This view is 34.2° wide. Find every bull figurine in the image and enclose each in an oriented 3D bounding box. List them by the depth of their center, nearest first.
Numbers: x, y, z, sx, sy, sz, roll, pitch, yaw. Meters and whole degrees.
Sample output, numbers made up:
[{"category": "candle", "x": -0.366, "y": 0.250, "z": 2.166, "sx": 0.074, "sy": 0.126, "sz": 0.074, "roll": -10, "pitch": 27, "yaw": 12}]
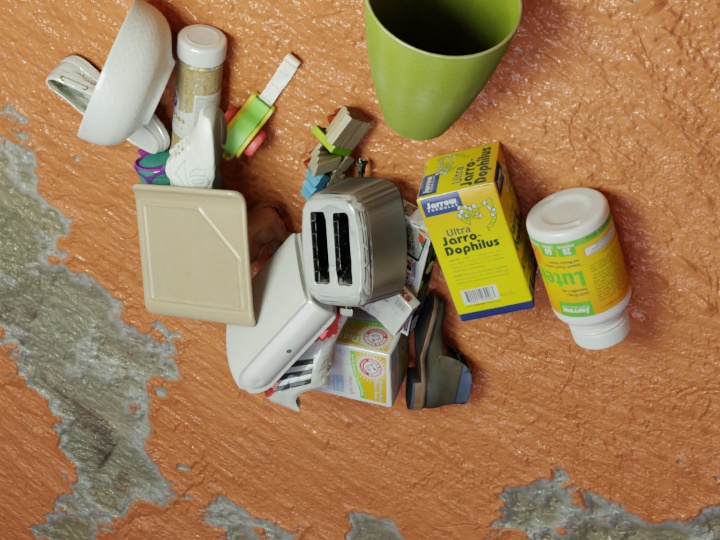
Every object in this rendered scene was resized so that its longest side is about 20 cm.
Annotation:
[{"category": "bull figurine", "x": -0.186, "y": -0.021, "z": 1.736, "sx": 0.199, "sy": 0.066, "sz": 0.121, "roll": -35, "pitch": 137, "yaw": 9}]

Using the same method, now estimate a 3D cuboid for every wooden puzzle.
[{"category": "wooden puzzle", "x": -0.231, "y": -0.024, "z": 1.648, "sx": 0.182, "sy": 0.037, "sz": 0.203, "roll": 6, "pitch": 113, "yaw": 26}]

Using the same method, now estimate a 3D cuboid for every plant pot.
[{"category": "plant pot", "x": 0.085, "y": -0.259, "z": 1.425, "sx": 0.185, "sy": 0.189, "sz": 0.201, "roll": 21, "pitch": 147, "yaw": 6}]

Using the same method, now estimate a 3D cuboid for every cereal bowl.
[{"category": "cereal bowl", "x": -0.304, "y": -0.255, "z": 1.571, "sx": 0.082, "sy": 0.202, "sz": 0.201, "roll": 24, "pitch": 134, "yaw": -14}]

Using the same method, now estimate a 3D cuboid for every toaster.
[{"category": "toaster", "x": -0.008, "y": -0.044, "z": 1.586, "sx": 0.112, "sy": 0.129, "sz": 0.203, "roll": 5, "pitch": 105, "yaw": 27}]

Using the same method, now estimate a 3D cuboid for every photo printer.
[{"category": "photo printer", "x": -0.122, "y": 0.066, "z": 1.683, "sx": 0.069, "sy": 0.168, "sz": 0.200, "roll": 27, "pitch": 121, "yaw": -30}]

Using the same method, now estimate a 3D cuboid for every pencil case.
[{"category": "pencil case", "x": -0.274, "y": -0.087, "z": 1.758, "sx": 0.092, "sy": 0.084, "sz": 0.202, "roll": 32, "pitch": 144, "yaw": 48}]

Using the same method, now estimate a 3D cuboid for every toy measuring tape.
[{"category": "toy measuring tape", "x": -0.147, "y": -0.215, "z": 1.613, "sx": 0.073, "sy": 0.074, "sz": 0.200, "roll": 37, "pitch": 132, "yaw": -8}]

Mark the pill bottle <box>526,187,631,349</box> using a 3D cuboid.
[{"category": "pill bottle", "x": 0.298, "y": 0.002, "z": 1.560, "sx": 0.110, "sy": 0.112, "sz": 0.202, "roll": -6, "pitch": 123, "yaw": 27}]

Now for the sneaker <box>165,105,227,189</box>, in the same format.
[{"category": "sneaker", "x": -0.228, "y": -0.150, "z": 1.605, "sx": 0.079, "sy": 0.071, "sz": 0.201, "roll": 17, "pitch": 142, "yaw": -1}]

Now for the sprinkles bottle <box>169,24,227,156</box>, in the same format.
[{"category": "sprinkles bottle", "x": -0.227, "y": -0.239, "z": 1.630, "sx": 0.067, "sy": 0.069, "sz": 0.202, "roll": 19, "pitch": 131, "yaw": 8}]

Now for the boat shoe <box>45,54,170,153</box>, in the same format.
[{"category": "boat shoe", "x": -0.366, "y": -0.225, "z": 1.685, "sx": 0.199, "sy": 0.069, "sz": 0.071, "roll": 36, "pitch": 141, "yaw": 4}]

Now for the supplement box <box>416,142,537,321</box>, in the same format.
[{"category": "supplement box", "x": 0.160, "y": -0.050, "z": 1.573, "sx": 0.108, "sy": 0.109, "sz": 0.202, "roll": -12, "pitch": 121, "yaw": 19}]

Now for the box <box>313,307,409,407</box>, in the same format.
[{"category": "box", "x": -0.030, "y": 0.118, "z": 1.801, "sx": 0.197, "sy": 0.102, "sz": 0.114, "roll": 11, "pitch": 130, "yaw": 15}]

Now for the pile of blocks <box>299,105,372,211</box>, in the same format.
[{"category": "pile of blocks", "x": -0.056, "y": -0.153, "z": 1.616, "sx": 0.062, "sy": 0.081, "sz": 0.201, "roll": 46, "pitch": 133, "yaw": 24}]

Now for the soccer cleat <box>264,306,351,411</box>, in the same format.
[{"category": "soccer cleat", "x": -0.065, "y": 0.125, "z": 1.712, "sx": 0.085, "sy": 0.069, "sz": 0.200, "roll": 35, "pitch": 111, "yaw": -16}]

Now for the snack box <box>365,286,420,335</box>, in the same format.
[{"category": "snack box", "x": 0.000, "y": 0.000, "z": 1.695, "sx": 0.200, "sy": 0.024, "sz": 0.072, "roll": 47, "pitch": 141, "yaw": 12}]

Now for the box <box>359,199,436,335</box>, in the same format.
[{"category": "box", "x": 0.049, "y": -0.010, "z": 1.694, "sx": 0.109, "sy": 0.035, "sz": 0.202, "roll": 30, "pitch": 134, "yaw": 19}]

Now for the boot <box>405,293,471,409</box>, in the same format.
[{"category": "boot", "x": 0.129, "y": 0.124, "z": 1.777, "sx": 0.095, "sy": 0.075, "sz": 0.202, "roll": 3, "pitch": 122, "yaw": -10}]
